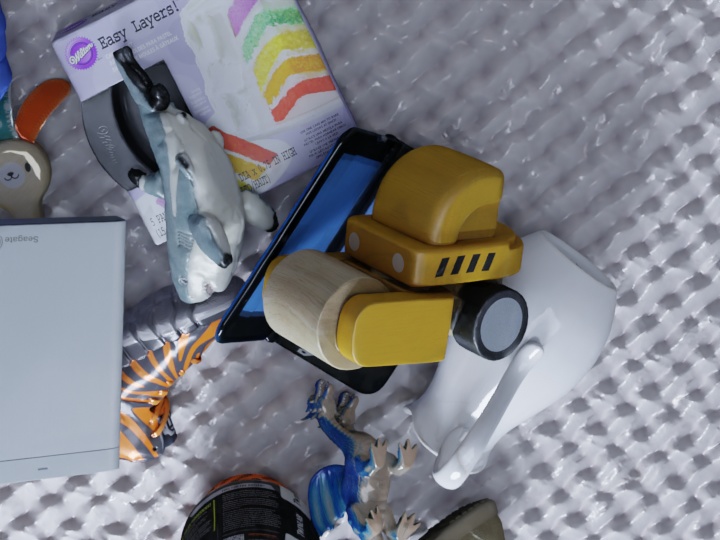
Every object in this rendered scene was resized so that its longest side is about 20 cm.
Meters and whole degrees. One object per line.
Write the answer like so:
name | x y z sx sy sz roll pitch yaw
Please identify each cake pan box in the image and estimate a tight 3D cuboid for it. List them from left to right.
cake pan box | -0.123 -0.143 1.252 0.198 0.052 0.186 -24 105 3

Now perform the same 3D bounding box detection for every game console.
game console | 0.000 0.000 1.267 0.170 0.118 0.201 31 102 -14

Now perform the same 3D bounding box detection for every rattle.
rattle | -0.298 -0.054 1.220 0.130 0.143 0.201 40 106 5

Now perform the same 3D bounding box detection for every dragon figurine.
dragon figurine | -0.004 0.190 1.309 0.058 0.099 0.203 4 81 -38

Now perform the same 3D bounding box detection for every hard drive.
hard drive | -0.247 0.061 1.217 0.131 0.027 0.203 -3 102 -30

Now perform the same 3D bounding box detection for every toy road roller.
toy road roller | 0.032 -0.014 1.188 0.198 0.122 0.148 -6 109 -35

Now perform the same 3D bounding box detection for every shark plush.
shark plush | -0.148 -0.071 1.214 0.083 0.091 0.201 -16 116 32

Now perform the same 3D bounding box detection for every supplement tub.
supplement tub | -0.089 0.250 1.290 0.121 0.200 0.124 -1 107 -5

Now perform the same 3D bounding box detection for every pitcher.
pitcher | 0.120 0.077 1.274 0.121 0.172 0.201 34 102 -8

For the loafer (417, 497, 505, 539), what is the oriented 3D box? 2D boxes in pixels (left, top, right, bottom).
loafer | 0.050 0.269 1.340 0.199 0.076 0.068 -33 84 -18

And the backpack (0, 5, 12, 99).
backpack | -0.359 -0.152 1.176 0.198 0.163 0.170 -18 117 -13

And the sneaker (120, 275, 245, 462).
sneaker | -0.162 0.085 1.309 0.198 0.078 0.113 -24 112 12
